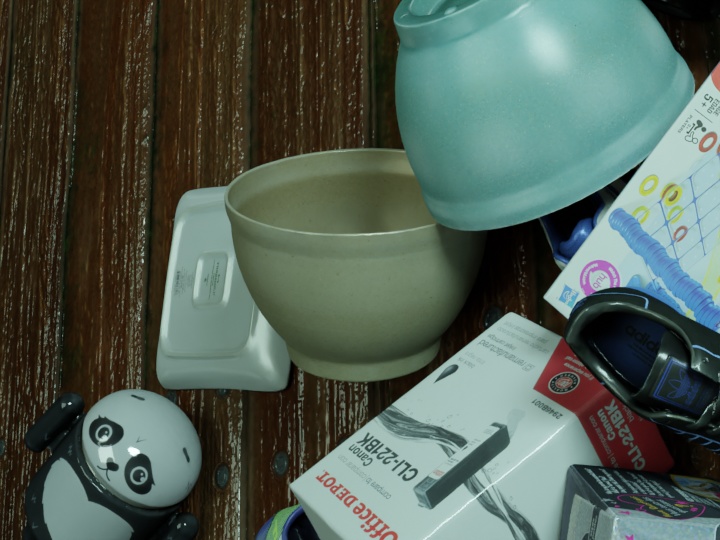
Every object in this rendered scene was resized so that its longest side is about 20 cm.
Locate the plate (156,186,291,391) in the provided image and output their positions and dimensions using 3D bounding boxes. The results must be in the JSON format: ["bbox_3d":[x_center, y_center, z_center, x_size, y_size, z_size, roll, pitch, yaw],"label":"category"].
[{"bbox_3d":[-0.129,0.011,1.250,0.199,0.032,0.201,-5,76,48],"label":"plate"}]

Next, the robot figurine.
[{"bbox_3d":[-0.233,0.200,1.237,0.200,0.150,0.125,-47,36,28],"label":"robot figurine"}]

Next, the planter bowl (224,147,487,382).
[{"bbox_3d":[0.000,0.000,1.011,0.200,0.199,0.136,26,125,48],"label":"planter bowl"}]

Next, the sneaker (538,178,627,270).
[{"bbox_3d":[0.168,0.007,0.881,0.075,0.088,0.200,-50,48,23],"label":"sneaker"}]

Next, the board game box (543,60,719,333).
[{"bbox_3d":[0.242,0.001,0.769,0.196,0.056,0.200,42,112,20],"label":"board game box"}]

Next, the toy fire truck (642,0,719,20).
[{"bbox_3d":[0.181,-0.251,0.856,0.176,0.199,0.129,27,100,48],"label":"toy fire truck"}]

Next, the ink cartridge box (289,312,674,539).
[{"bbox_3d":[0.073,0.132,0.855,0.200,0.084,0.144,-37,26,-13],"label":"ink cartridge box"}]

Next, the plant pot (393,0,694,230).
[{"bbox_3d":[0.102,-0.141,0.889,0.199,0.135,0.201,-27,24,13],"label":"plant pot"}]

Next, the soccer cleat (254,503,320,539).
[{"bbox_3d":[-0.031,0.272,1.041,0.084,0.064,0.201,-45,49,27],"label":"soccer cleat"}]

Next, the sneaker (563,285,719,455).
[{"bbox_3d":[0.199,0.073,0.722,0.199,0.078,0.070,30,108,24],"label":"sneaker"}]

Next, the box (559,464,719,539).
[{"bbox_3d":[0.166,0.222,0.737,0.132,0.114,0.202,-112,27,-86],"label":"box"}]
